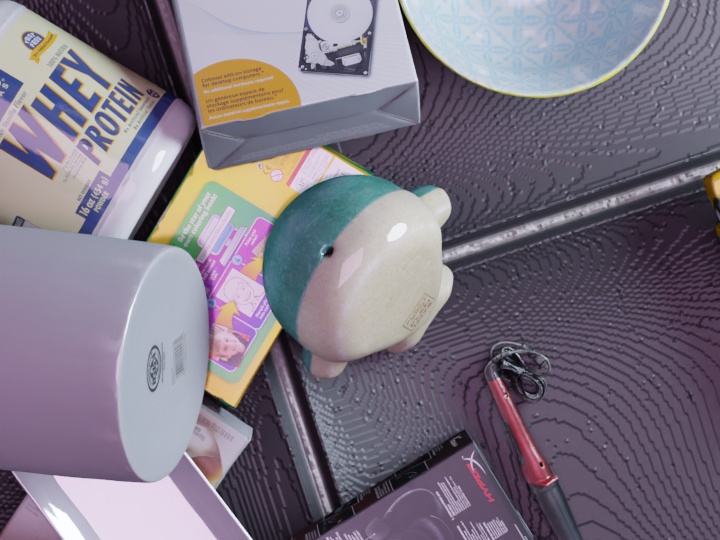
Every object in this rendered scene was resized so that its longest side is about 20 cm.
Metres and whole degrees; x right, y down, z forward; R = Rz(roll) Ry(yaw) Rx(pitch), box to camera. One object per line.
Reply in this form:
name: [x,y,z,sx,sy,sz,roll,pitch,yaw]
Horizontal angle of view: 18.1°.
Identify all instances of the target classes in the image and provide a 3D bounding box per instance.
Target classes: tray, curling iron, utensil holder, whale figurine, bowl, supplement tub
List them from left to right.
utensil holder: [-0.221,0.053,1.500,0.199,0.170,0.171,6,93,18]
supplement tub: [-0.232,-0.100,1.587,0.200,0.145,0.145,30,92,-4]
tray: [-0.150,0.177,1.588,0.107,0.022,0.200,-37,94,1]
whale figurine: [0.000,0.000,1.592,0.104,0.200,0.159,35,93,22]
bowl: [0.118,-0.221,1.613,0.199,0.108,0.201,0,93,-2]
curling iron: [0.141,0.146,1.675,0.049,0.026,0.201,-19,94,2]

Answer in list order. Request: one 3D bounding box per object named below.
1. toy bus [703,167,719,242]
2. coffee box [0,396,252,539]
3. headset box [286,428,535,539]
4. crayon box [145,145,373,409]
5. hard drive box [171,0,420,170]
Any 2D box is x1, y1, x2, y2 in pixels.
toy bus: [0.315,0.009,1.648,0.065,0.078,0.200,-25,94,0]
coffee box: [-0.180,0.170,1.637,0.114,0.080,0.200,33,91,-3]
headset box: [0.033,0.233,1.652,0.200,0.075,0.149,-32,94,0]
crayon box: [-0.091,-0.015,1.641,0.119,0.058,0.200,31,92,-3]
hard drive box: [-0.055,-0.189,1.589,0.155,0.077,0.201,-13,70,-2]
